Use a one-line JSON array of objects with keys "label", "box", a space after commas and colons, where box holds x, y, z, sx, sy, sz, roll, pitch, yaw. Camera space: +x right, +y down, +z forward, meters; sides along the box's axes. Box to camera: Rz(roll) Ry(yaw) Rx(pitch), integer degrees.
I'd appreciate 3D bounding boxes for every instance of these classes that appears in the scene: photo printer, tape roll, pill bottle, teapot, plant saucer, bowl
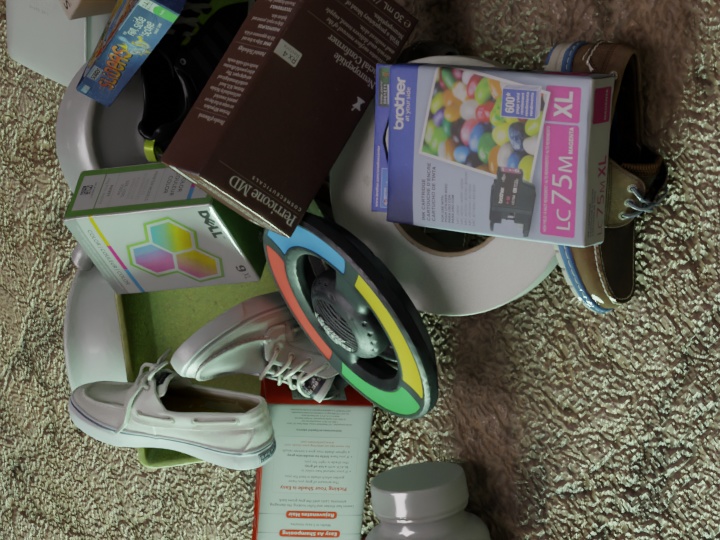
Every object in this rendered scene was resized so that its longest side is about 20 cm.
[{"label": "photo printer", "box": [-0.296, -0.294, 1.666, 0.166, 0.069, 0.201, 28, 123, 41]}, {"label": "tape roll", "box": [0.072, -0.066, 1.275, 0.201, 0.037, 0.204, 3, 98, 23]}, {"label": "pill bottle", "box": [0.062, 0.272, 1.411, 0.112, 0.112, 0.202, 2, 104, 49]}, {"label": "teapot", "box": [-0.203, -0.128, 1.539, 0.146, 0.199, 0.199, 3, 118, 62]}, {"label": "plant saucer", "box": [-0.119, 0.071, 1.529, 0.048, 0.198, 0.202, -112, 15, -78]}, {"label": "bowl", "box": [-0.200, 0.070, 1.614, 0.090, 0.201, 0.203, -4, 101, 23]}]

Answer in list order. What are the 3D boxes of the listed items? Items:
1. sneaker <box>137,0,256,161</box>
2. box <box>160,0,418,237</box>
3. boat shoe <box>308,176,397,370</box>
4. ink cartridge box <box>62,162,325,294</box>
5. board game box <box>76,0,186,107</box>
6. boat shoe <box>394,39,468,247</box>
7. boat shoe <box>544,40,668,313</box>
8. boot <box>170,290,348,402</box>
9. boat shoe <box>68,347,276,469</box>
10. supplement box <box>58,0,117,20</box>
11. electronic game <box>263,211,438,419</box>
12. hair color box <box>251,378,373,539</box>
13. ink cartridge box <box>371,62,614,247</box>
[{"label": "sneaker", "box": [-0.144, -0.187, 1.412, 0.071, 0.083, 0.202, 5, 80, 29]}, {"label": "box", "box": [-0.054, -0.139, 1.257, 0.201, 0.100, 0.075, -59, 34, -3]}, {"label": "boat shoe", "box": [0.000, 0.000, 1.425, 0.201, 0.073, 0.061, 58, 143, 31]}, {"label": "ink cartridge box", "box": [-0.140, -0.040, 1.399, 0.199, 0.060, 0.104, -5, 140, 23]}, {"label": "board game box", "box": [-0.172, -0.233, 1.370, 0.200, 0.034, 0.136, -34, 33, 60]}, {"label": "boat shoe", "box": [0.062, -0.085, 1.324, 0.057, 0.067, 0.202, 4, 102, 53]}, {"label": "boat shoe", "box": [0.180, -0.065, 1.189, 0.072, 0.072, 0.201, 1, 108, 40]}, {"label": "boot", "box": [-0.061, 0.072, 1.418, 0.096, 0.199, 0.074, 54, 141, 17]}, {"label": "boat shoe", "box": [-0.169, 0.111, 1.437, 0.201, 0.075, 0.087, 12, 124, 24]}, {"label": "supplement box", "box": [-0.193, -0.319, 1.494, 0.200, 0.126, 0.074, -43, 71, 48]}, {"label": "electronic game", "box": [-0.009, 0.035, 1.312, 0.200, 0.042, 0.200, 43, 158, 22]}, {"label": "hair color box", "box": [-0.047, 0.196, 1.510, 0.061, 0.101, 0.201, -105, 19, -65]}, {"label": "ink cartridge box", "box": [0.084, -0.088, 1.193, 0.199, 0.042, 0.120, 9, 103, 35]}]
